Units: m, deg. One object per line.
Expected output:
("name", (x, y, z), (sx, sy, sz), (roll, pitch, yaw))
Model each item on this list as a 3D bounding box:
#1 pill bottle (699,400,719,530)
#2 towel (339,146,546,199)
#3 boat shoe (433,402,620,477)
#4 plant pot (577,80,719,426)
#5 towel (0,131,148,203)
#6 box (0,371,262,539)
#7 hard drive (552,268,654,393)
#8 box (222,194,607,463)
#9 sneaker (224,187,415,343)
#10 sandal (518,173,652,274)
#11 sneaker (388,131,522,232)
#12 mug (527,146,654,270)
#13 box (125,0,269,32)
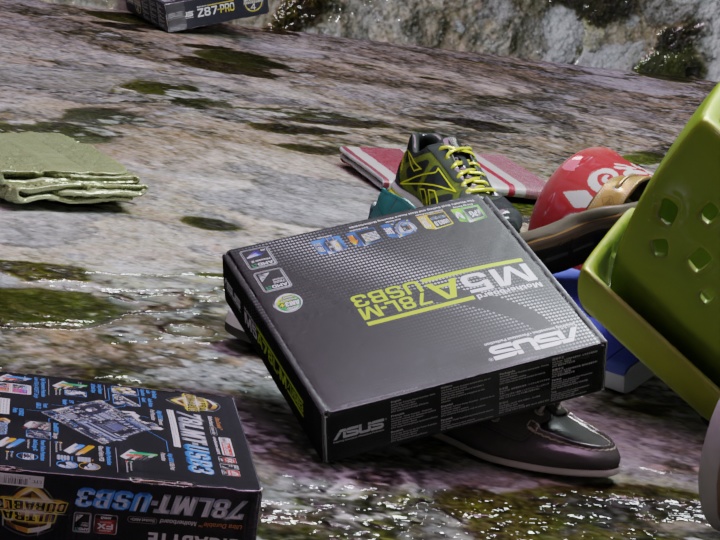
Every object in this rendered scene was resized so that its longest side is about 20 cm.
("pill bottle", (0.307, 0.125, 1.401), (0.199, 0.112, 0.111), (16, 14, 30))
("towel", (0.091, -0.100, 2.565), (0.199, 0.023, 0.144), (2, 16, -22))
("boat shoe", (0.079, 0.086, 1.584), (0.199, 0.057, 0.067), (15, 13, 27))
("plant pot", (0.279, -0.009, 1.749), (0.199, 0.182, 0.200), (42, 24, 2))
("towel", (-0.295, -0.092, 2.202), (0.147, 0.037, 0.200), (1, 15, -31))
("box", (-0.161, 0.104, 1.343), (0.197, 0.050, 0.200), (8, 12, -10))
("hard drive", (0.155, 0.036, 1.884), (0.199, 0.026, 0.132), (17, 30, 34))
("box", (0.032, 0.033, 1.584), (0.199, 0.048, 0.193), (-12, 34, -17))
("sneaker", (0.000, 0.000, 1.775), (0.199, 0.122, 0.084), (2, 14, -29))
("sandal", (0.199, -0.044, 1.901), (0.198, 0.054, 0.080), (-14, -24, 0))
("sneaker", (0.088, -0.081, 2.312), (0.074, 0.085, 0.200), (0, 15, -33))
("mug", (0.241, 0.008, 2.005), (0.199, 0.178, 0.134), (25, -17, 42))
("box", (-0.244, -0.401, 3.580), (0.160, 0.049, 0.200), (-14, 20, -19))
